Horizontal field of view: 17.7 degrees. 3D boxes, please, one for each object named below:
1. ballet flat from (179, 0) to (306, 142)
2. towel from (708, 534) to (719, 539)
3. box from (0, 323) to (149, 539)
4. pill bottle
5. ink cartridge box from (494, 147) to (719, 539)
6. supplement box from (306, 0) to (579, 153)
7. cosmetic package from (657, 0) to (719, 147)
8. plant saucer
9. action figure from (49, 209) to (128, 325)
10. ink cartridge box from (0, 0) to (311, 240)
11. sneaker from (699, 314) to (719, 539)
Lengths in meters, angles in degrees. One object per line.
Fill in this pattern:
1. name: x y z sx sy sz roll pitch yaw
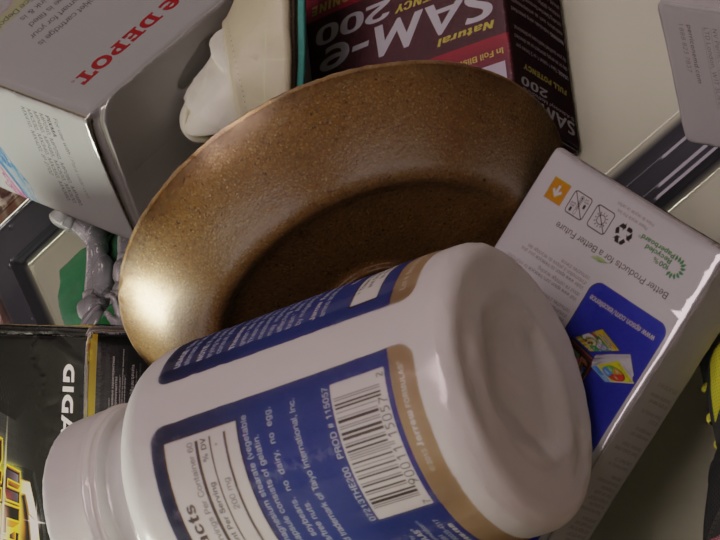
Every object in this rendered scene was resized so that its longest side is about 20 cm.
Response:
1. ballet flat: -0.051 -0.047 1.044 0.069 0.069 0.202 7 107 36
2. towel: 0.207 0.163 0.790 0.143 0.023 0.201 -25 67 25
3. box: -0.152 0.124 1.045 0.159 0.049 0.202 0 87 51
4. pill bottle: -0.021 0.070 0.890 0.199 0.111 0.112 -20 64 29
5. ink cartridge box: 0.065 0.059 0.924 0.095 0.037 0.201 35 94 37
6. supplement box: 0.031 -0.138 1.073 0.108 0.061 0.201 -19 66 29
7. cosmetic package: 0.227 -0.088 0.886 0.199 0.072 0.101 14 46 36
8. plant saucer: 0.000 0.000 0.958 0.200 0.200 0.036 -40 50 17
9. action figure: -0.111 0.043 1.094 0.118 0.054 0.201 -47 42 37
10. ink cartridge box: -0.138 -0.110 1.129 0.199 0.083 0.146 22 54 38
11. sneaker: 0.167 0.049 0.917 0.084 0.074 0.201 9 71 42
